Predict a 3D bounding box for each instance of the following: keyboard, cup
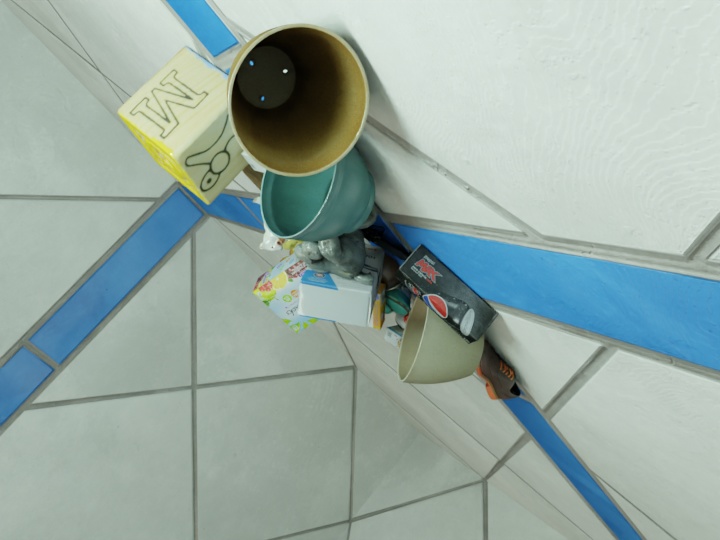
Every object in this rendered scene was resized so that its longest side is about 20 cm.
[{"bbox_3d":[0.040,-0.072,1.326,0.199,0.040,0.104,32,-173,38],"label":"keyboard"},{"bbox_3d":[0.173,0.151,1.327,0.141,0.203,0.200,16,169,-6],"label":"cup"}]

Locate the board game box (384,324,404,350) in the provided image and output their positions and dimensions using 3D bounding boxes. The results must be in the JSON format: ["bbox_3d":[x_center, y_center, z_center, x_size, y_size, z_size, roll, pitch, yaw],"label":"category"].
[{"bbox_3d":[0.172,0.186,1.549,0.133,0.035,0.199,-6,-154,-40],"label":"board game box"}]

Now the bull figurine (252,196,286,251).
[{"bbox_3d":[-0.167,-0.135,1.402,0.121,0.200,0.065,45,-164,-12],"label":"bull figurine"}]

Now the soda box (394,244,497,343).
[{"bbox_3d":[0.161,0.046,1.218,0.200,0.071,0.063,42,167,4],"label":"soda box"}]

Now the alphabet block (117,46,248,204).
[{"bbox_3d":[-0.341,-0.299,1.334,0.196,0.200,0.196,37,166,24],"label":"alphabet block"}]

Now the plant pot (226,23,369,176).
[{"bbox_3d":[-0.110,-0.250,0.882,0.187,0.186,0.200,50,179,-34],"label":"plant pot"}]

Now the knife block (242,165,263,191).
[{"bbox_3d":[-0.173,-0.192,1.488,0.200,0.064,0.175,47,166,-17],"label":"knife block"}]

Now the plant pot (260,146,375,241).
[{"bbox_3d":[-0.059,-0.137,1.080,0.133,0.203,0.199,16,-172,-42],"label":"plant pot"}]

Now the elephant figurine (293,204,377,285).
[{"bbox_3d":[-0.037,-0.099,1.229,0.140,0.203,0.155,4,154,29],"label":"elephant figurine"}]

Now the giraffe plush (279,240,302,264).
[{"bbox_3d":[-0.132,-0.057,1.630,0.198,0.173,0.163,22,150,37],"label":"giraffe plush"}]

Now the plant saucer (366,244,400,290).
[{"bbox_3d":[0.000,0.000,1.470,0.197,0.037,0.201,18,154,9],"label":"plant saucer"}]

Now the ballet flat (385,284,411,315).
[{"bbox_3d":[0.083,0.065,1.528,0.067,0.071,0.200,43,165,-9],"label":"ballet flat"}]

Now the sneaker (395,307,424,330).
[{"bbox_3d":[0.141,0.106,1.501,0.200,0.067,0.108,24,157,47],"label":"sneaker"}]

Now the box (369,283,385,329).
[{"bbox_3d":[-0.039,0.063,1.496,0.197,0.042,0.120,12,134,14],"label":"box"}]

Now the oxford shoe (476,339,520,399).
[{"bbox_3d":[0.302,0.214,1.400,0.072,0.072,0.201,-1,140,30],"label":"oxford shoe"}]

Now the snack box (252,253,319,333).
[{"bbox_3d":[-0.139,0.045,1.592,0.169,0.199,0.068,46,-148,-24],"label":"snack box"}]

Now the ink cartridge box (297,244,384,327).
[{"bbox_3d":[-0.035,0.020,1.309,0.144,0.201,0.087,9,120,5],"label":"ink cartridge box"}]

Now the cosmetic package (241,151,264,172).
[{"bbox_3d":[-0.160,-0.234,1.266,0.199,0.083,0.051,24,156,55],"label":"cosmetic package"}]
